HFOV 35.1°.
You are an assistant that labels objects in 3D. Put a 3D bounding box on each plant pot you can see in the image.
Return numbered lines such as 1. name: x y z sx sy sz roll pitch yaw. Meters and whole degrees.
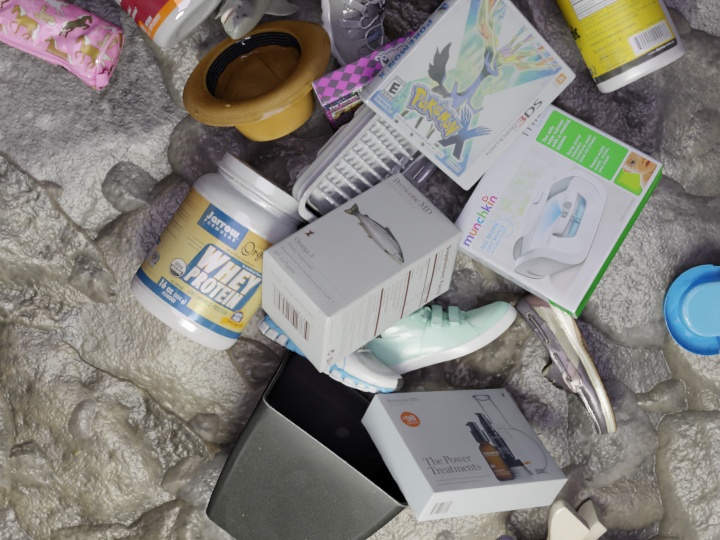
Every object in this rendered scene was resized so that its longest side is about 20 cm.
1. plant pot: -0.067 0.240 1.351 0.200 0.200 0.178 37 106 -4

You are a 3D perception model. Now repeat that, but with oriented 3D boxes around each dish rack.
1. dish rack: 0.004 -0.115 1.328 0.172 0.200 0.044 -46 66 3

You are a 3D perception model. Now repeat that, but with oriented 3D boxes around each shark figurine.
1. shark figurine: -0.101 -0.351 1.348 0.089 0.128 0.215 26 80 -16

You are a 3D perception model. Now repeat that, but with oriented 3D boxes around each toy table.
1. toy table: 0.260 0.369 1.378 0.117 0.184 0.200 -40 121 15

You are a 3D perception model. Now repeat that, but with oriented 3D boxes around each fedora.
1. fedora: -0.111 -0.211 1.331 0.200 0.201 0.082 -25 130 1

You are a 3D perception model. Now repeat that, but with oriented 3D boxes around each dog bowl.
1. dog bowl: 0.468 0.042 1.408 0.200 0.050 0.112 -6 95 0

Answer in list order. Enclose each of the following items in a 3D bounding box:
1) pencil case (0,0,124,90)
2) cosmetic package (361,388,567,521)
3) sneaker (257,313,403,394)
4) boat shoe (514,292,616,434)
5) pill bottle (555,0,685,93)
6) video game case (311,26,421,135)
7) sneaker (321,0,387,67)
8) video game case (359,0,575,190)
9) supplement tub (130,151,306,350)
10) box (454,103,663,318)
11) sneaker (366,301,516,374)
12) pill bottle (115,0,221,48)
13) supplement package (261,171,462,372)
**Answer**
1. pencil case: -0.379 -0.287 1.347 0.200 0.083 0.087 22 93 -4
2. cosmetic package: 0.120 0.209 1.323 0.200 0.151 0.052 1 128 -35
3. sneaker: -0.028 0.076 1.356 0.200 0.075 0.087 29 96 22
4. boat shoe: 0.252 0.114 1.401 0.065 0.072 0.200 -25 91 6
5. pill bottle: 0.292 -0.321 1.344 0.111 0.111 0.200 -26 95 1
6. video game case: 0.047 -0.223 1.311 0.200 0.181 0.036 -27 82 1
7. sneaker: 0.000 -0.309 1.321 0.082 0.075 0.200 7 132 35
8. video game case: 0.121 -0.202 1.245 0.182 0.022 0.200 -47 133 9
9. supplement tub: -0.161 -0.023 1.341 0.145 0.145 0.200 33 93 -4
10. box: 0.229 -0.074 1.345 0.176 0.097 0.200 32 91 14
11. sneaker: 0.083 0.049 1.385 0.200 0.074 0.118 -20 101 3
12. pill bottle: -0.260 -0.368 1.328 0.113 0.113 0.200 -43 93 2
13. supplement package: 0.000 0.000 1.307 0.200 0.117 0.117 -33 63 -26
